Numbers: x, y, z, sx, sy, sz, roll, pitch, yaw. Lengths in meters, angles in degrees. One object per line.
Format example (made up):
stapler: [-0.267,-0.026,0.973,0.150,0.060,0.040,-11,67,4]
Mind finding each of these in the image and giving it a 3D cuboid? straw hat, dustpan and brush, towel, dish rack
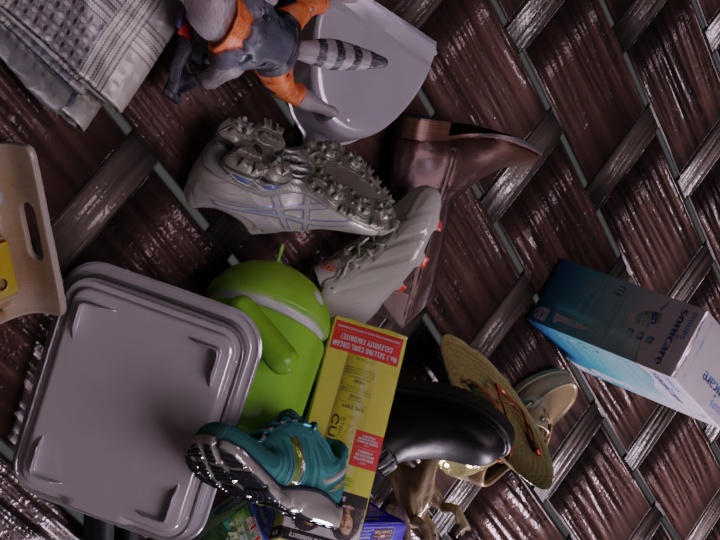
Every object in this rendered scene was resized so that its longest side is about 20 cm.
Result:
straw hat: [0.112,0.168,1.495,0.085,0.202,0.201,-36,139,16]
dustpan and brush: [-0.026,-0.139,1.288,0.139,0.057,0.201,26,81,-36]
towel: [-0.204,-0.227,1.078,0.201,0.034,0.193,-55,136,-12]
dish rack: [-0.182,0.109,1.149,0.044,0.170,0.202,-48,156,-82]

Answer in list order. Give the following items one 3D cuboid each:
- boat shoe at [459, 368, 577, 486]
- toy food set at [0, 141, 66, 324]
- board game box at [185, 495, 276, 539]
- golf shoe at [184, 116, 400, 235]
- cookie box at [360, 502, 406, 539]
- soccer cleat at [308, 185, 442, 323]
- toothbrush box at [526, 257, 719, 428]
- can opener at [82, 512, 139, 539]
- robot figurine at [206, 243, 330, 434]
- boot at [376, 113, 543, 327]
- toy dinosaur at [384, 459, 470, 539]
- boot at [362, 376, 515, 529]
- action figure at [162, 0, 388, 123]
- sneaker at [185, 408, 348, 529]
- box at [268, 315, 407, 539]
boat shoe: [0.181,0.179,1.607,0.199,0.064,0.072,-33,127,-31]
toy food set: [-0.311,0.007,1.050,0.199,0.060,0.145,-27,124,-34]
board game box: [-0.108,0.310,1.210,0.199,0.041,0.202,-29,102,-62]
golf shoe: [-0.060,-0.066,1.251,0.199,0.079,0.097,21,135,-34]
cookie box: [-0.060,0.328,1.420,0.170,0.075,0.202,9,100,-44]
soccer cleat: [0.000,0.000,1.327,0.077,0.069,0.201,33,99,-22]
toothbrush box: [0.306,0.079,1.593,0.146,0.199,0.086,40,78,-45]
can opener: [-0.203,0.161,1.223,0.052,0.066,0.202,-10,118,-38]
robot figurine: [-0.095,0.080,1.238,0.176,0.115,0.201,91,17,-68]
boot: [0.084,-0.043,1.419,0.185,0.064,0.202,6,99,-32]
toy dinosaur: [0.061,0.229,1.448,0.058,0.101,0.201,-15,148,-30]
boot: [0.025,0.180,1.337,0.080,0.209,0.159,86,22,-52]
action figure: [-0.065,-0.210,1.143,0.193,0.104,0.201,2,112,-53]
sneaker: [-0.070,0.147,1.148,0.200,0.077,0.080,36,68,-58]
box: [-0.018,0.147,1.270,0.075,0.050,0.202,18,74,-10]
